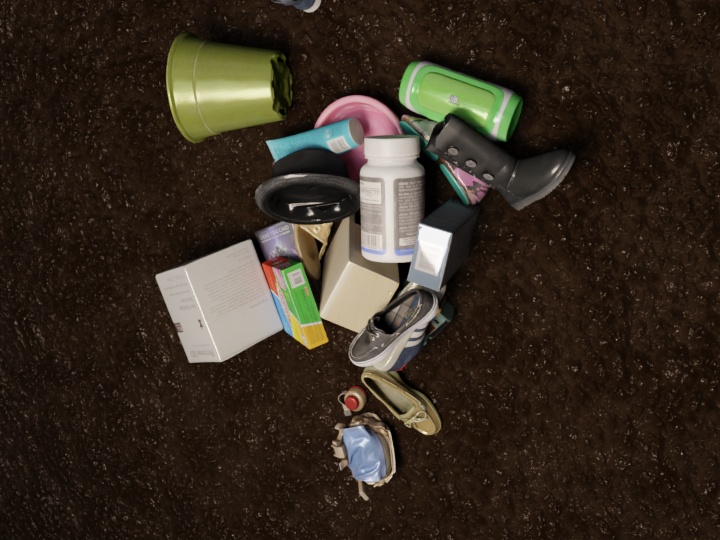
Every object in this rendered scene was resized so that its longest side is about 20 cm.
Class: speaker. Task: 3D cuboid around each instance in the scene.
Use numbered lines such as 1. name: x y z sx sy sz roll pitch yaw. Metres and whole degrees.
1. speaker: 0.166 -0.284 1.088 0.197 0.088 0.090 25 115 18

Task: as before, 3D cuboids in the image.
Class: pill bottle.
1. pill bottle: 0.055 -0.124 1.106 0.112 0.113 0.205 6 106 24

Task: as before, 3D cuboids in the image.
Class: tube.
1. tube: -0.087 -0.227 1.197 0.197 0.050 0.079 -12 105 32

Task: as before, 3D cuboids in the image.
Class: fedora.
1. fedora: -0.090 -0.158 1.171 0.197 0.200 0.094 -16 63 29

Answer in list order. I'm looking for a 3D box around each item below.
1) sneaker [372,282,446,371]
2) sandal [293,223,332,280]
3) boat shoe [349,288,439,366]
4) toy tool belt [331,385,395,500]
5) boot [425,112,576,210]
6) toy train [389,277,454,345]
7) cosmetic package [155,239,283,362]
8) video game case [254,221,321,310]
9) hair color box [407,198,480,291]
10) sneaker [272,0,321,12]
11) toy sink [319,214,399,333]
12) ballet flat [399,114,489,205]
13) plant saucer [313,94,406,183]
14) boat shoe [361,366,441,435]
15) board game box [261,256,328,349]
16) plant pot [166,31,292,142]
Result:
1. sneaker: 0.097 0.096 1.170 0.201 0.084 0.075 -54 49 12
2. sandal: -0.089 -0.094 1.265 0.068 0.077 0.216 -18 81 23
3. boat shoe: 0.044 0.096 1.112 0.199 0.066 0.071 -35 55 25
4. toy tool belt: 0.000 0.355 1.343 0.123 0.123 0.204 -17 97 29
5. boot: 0.218 -0.191 1.038 0.198 0.066 0.165 35 151 -7
6. toy train: 0.089 0.101 1.250 0.114 0.085 0.200 41 119 -2
7. cosmetic package: -0.292 0.066 1.350 0.163 0.163 0.204 -11 101 52
8. video game case: -0.141 0.000 1.338 0.142 0.019 0.204 -14 99 50
9. hair color box: 0.144 -0.049 1.103 0.060 0.200 0.101 18 113 18
10. sneaker: -0.148 -0.557 1.126 0.076 0.146 0.206 -21 94 31
11. toy sink: 0.000 0.000 1.228 0.110 0.201 0.132 22 119 -15
12. ballet flat: 0.153 -0.206 1.133 0.071 0.069 0.201 -41 93 -2
13. plant saucer: 0.003 -0.221 1.208 0.197 0.051 0.205 8 108 24
14. boat shoe: 0.080 0.262 1.298 0.073 0.063 0.201 -37 99 32
15. board game box: -0.130 0.057 1.253 0.199 0.040 0.156 11 121 71
16. plant pot: -0.233 -0.344 1.223 0.186 0.200 0.205 3 107 13
